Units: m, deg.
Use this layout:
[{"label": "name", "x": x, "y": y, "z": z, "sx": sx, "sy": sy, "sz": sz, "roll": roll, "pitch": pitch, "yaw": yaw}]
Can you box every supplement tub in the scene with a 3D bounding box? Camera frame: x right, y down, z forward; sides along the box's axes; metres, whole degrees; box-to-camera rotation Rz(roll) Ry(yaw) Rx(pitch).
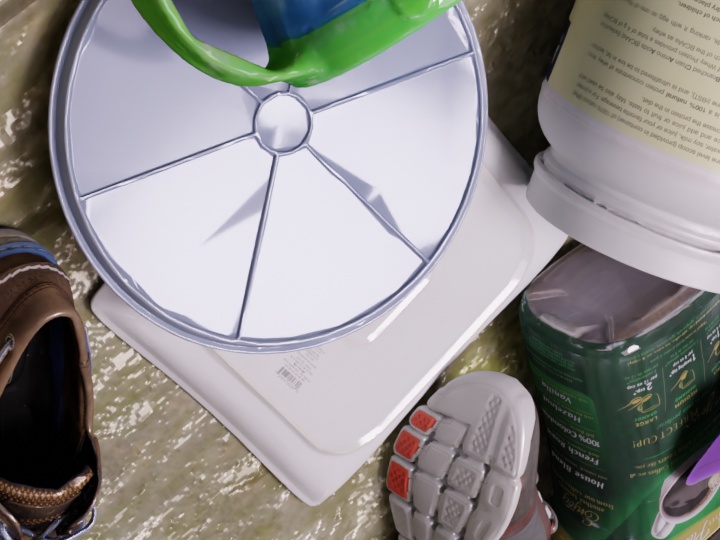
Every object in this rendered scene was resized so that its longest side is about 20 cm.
[{"label": "supplement tub", "x": 0.168, "y": -0.104, "z": 0.966, "sx": 0.145, "sy": 0.145, "sz": 0.200, "roll": 7, "pitch": 112, "yaw": -39}]

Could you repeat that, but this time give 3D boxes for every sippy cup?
[{"label": "sippy cup", "x": -0.008, "y": -0.161, "z": 0.802, "sx": 0.130, "sy": 0.140, "sz": 0.178, "roll": 54, "pitch": 37, "yaw": -13}]

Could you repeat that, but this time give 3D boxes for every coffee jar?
[{"label": "coffee jar", "x": 0.145, "y": 0.082, "z": 1.101, "sx": 0.104, "sy": 0.085, "sz": 0.200, "roll": -32, "pitch": 131, "yaw": -28}]

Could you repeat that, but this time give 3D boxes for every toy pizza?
[{"label": "toy pizza", "x": -0.038, "y": -0.064, "z": 0.890, "sx": 0.200, "sy": 0.032, "sz": 0.201, "roll": -4, "pitch": 101, "yaw": -23}]

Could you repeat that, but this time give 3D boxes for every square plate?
[{"label": "square plate", "x": 0.000, "y": 0.000, "z": 0.983, "sx": 0.198, "sy": 0.028, "sz": 0.200, "roll": -47, "pitch": 134, "yaw": -5}]

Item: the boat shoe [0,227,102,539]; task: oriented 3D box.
[{"label": "boat shoe", "x": -0.149, "y": 0.086, "z": 0.889, "sx": 0.072, "sy": 0.072, "sz": 0.200, "roll": -16, "pitch": 124, "yaw": -29}]

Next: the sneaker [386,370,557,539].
[{"label": "sneaker", "x": 0.064, "y": 0.124, "z": 1.083, "sx": 0.082, "sy": 0.077, "sz": 0.200, "roll": -24, "pitch": 141, "yaw": -38}]

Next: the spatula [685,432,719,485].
[{"label": "spatula", "x": 0.207, "y": 0.024, "z": 1.031, "sx": 0.056, "sy": 0.021, "sz": 0.200, "roll": -14, "pitch": 127, "yaw": -51}]
